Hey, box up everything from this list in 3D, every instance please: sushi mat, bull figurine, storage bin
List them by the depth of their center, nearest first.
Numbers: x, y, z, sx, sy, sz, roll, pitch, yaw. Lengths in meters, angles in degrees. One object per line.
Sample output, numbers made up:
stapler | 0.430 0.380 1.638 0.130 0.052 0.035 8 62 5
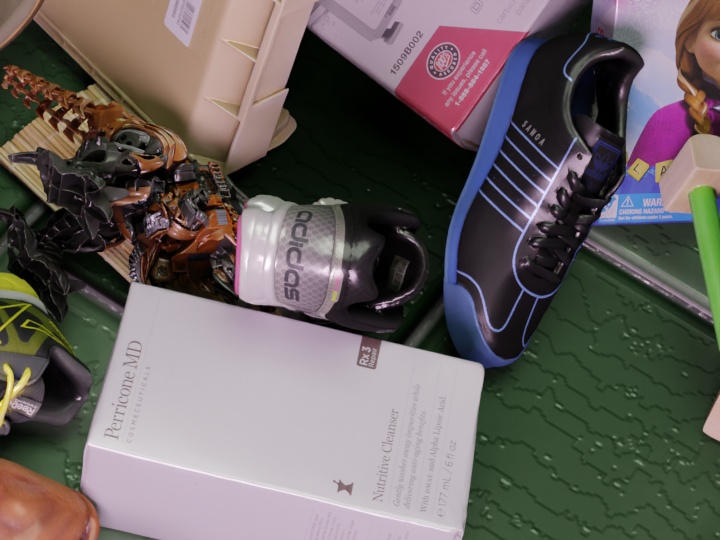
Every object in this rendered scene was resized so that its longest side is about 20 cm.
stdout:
bull figurine | -0.235 0.120 1.287 0.199 0.065 0.122 19 55 5
sushi mat | -0.114 -0.030 1.462 0.200 0.012 0.096 42 57 20
storage bin | -0.097 -0.192 1.463 0.198 0.201 0.094 44 47 20

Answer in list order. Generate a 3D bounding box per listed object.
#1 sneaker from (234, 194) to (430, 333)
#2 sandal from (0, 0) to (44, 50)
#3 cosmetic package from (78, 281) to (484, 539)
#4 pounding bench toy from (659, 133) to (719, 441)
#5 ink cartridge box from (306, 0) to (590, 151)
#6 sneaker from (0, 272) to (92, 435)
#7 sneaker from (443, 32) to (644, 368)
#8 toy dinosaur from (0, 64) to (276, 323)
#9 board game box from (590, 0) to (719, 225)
sneaker | 0.000 0.000 1.368 0.087 0.200 0.074 11 89 17
sandal | -0.254 -0.146 1.448 0.200 0.054 0.080 -40 72 -7
cosmetic package | -0.042 0.091 1.342 0.199 0.081 0.113 13 53 -4
pounding bench toy | 0.248 0.023 1.433 0.199 0.125 0.156 22 52 5
ink cartridge box | 0.030 -0.190 1.531 0.200 0.083 0.147 38 97 16
sneaker | -0.204 0.042 1.293 0.085 0.075 0.200 38 18 22
sneaker | 0.106 -0.041 1.432 0.070 0.078 0.201 22 77 -41
toy dinosaur | -0.132 -0.038 1.417 0.199 0.103 0.135 26 35 31
board game box | 0.233 -0.128 1.505 0.199 0.201 0.041 -3 23 -15
